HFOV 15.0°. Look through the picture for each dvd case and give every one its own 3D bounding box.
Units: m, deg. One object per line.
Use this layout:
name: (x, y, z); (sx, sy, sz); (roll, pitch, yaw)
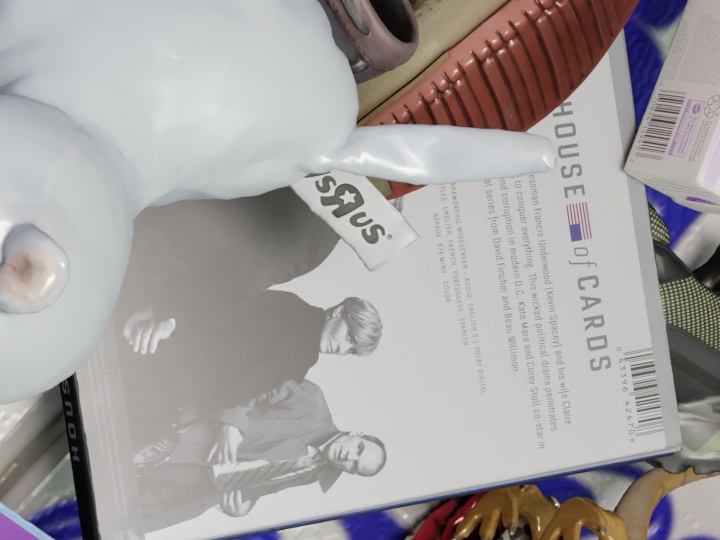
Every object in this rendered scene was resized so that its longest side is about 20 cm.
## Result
dvd case: (0.000, 0.000, 0.861); (0.199, 0.025, 0.152); (-9, 92, -21)

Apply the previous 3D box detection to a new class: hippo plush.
hippo plush: (-0.094, -0.030, 0.711); (0.200, 0.159, 0.161); (48, 54, -10)

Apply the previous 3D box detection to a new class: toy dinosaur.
toy dinosaur: (0.084, 0.108, 0.931); (0.060, 0.201, 0.106); (-20, 126, 27)

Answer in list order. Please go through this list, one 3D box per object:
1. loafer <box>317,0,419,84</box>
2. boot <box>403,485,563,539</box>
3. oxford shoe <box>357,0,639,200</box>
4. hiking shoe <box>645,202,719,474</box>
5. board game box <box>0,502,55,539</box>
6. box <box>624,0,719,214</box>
loafer: (-0.030, -0.145, 0.761); (0.072, 0.063, 0.201); (-44, 125, -54)
boot: (0.094, 0.136, 0.999); (0.203, 0.073, 0.155); (-37, 107, -41)
oxford shoe: (0.052, -0.103, 0.846); (0.200, 0.075, 0.071); (-43, 160, -10)
hiking shoe: (0.063, 0.018, 0.936); (0.199, 0.076, 0.102); (-1, 96, -27)
board game box: (-0.137, 0.139, 0.849); (0.157, 0.039, 0.200); (-26, 134, 26)
box: (0.143, -0.114, 0.880); (0.039, 0.041, 0.201); (25, 83, -36)
